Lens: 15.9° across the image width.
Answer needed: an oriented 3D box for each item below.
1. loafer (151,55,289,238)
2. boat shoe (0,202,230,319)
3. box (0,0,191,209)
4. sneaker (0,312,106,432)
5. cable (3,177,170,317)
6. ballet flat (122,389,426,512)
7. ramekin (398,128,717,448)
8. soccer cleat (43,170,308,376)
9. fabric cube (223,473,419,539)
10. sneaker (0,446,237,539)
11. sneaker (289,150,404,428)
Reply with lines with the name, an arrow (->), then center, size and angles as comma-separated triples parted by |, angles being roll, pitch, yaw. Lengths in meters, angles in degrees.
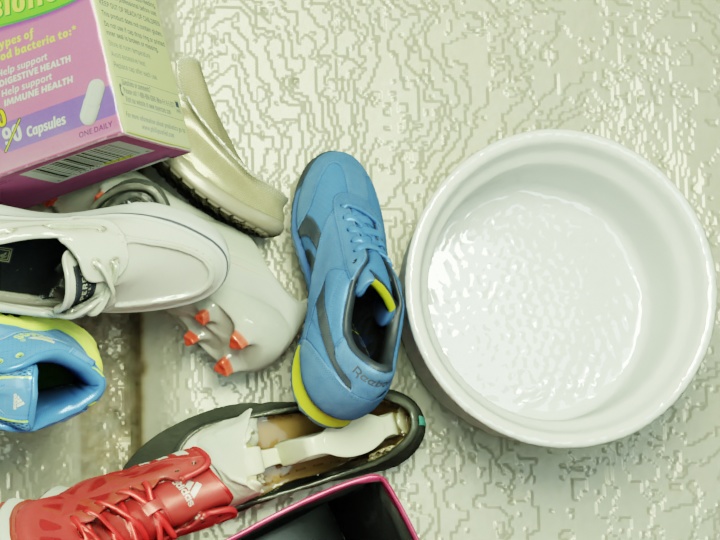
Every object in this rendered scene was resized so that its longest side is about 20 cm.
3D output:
loafer -> -0.117, -0.099, 1.628 | 0.200, 0.076, 0.068 | 41, 83, -2
boat shoe -> -0.171, -0.002, 1.520 | 0.200, 0.066, 0.072 | 9, 116, -20
box -> -0.220, -0.144, 1.561 | 0.176, 0.097, 0.200 | -17, 80, 19
sneaker -> -0.238, 0.052, 1.499 | 0.200, 0.105, 0.076 | 1, 100, -26
cable -> -0.198, 0.020, 1.577 | 0.200, 0.050, 0.097 | -25, 93, 15
ballet flat -> -0.054, 0.110, 1.612 | 0.200, 0.068, 0.068 | -16, 86, -12
ramekin -> 0.118, 0.017, 1.644 | 0.200, 0.098, 0.201 | 1, 82, -10
soccer cleat -> -0.119, -0.016, 1.627 | 0.200, 0.069, 0.078 | 43, 47, 5
fabric cube -> -0.046, 0.250, 1.527 | 0.196, 0.199, 0.200 | -25, 87, -12
sneaker -> -0.140, 0.142, 1.498 | 0.115, 0.200, 0.078 | -25, 98, 8
sneaker -> 0.000, 0.000, 1.605 | 0.066, 0.078, 0.200 | 20, 51, -26
